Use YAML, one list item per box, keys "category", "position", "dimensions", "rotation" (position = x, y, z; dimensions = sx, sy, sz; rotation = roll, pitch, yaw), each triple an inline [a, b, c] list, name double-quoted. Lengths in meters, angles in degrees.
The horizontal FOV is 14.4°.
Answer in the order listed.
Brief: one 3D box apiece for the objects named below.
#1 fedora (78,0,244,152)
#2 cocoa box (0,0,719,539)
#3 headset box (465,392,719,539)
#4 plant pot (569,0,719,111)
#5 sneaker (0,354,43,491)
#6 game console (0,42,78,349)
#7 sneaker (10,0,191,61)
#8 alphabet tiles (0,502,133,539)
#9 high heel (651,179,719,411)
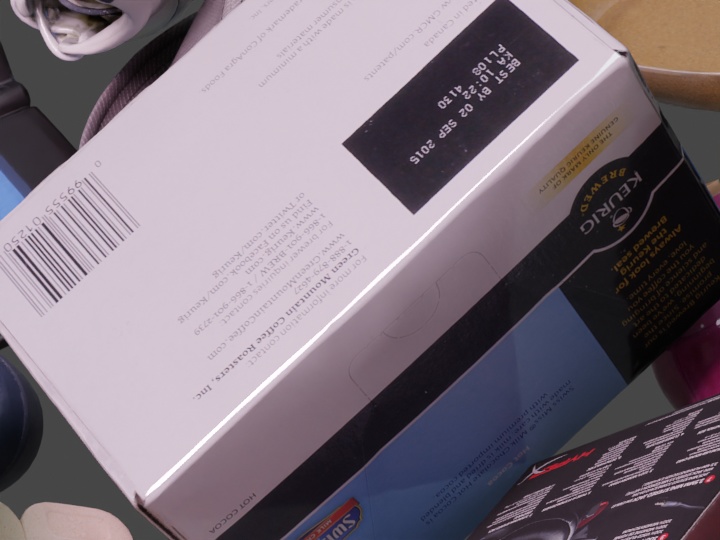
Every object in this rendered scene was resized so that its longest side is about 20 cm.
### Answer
- category: "fedora"
  position: [-0.007, -0.074, 1.065]
  dimensions: [0.176, 0.091, 0.200]
  rotation: [32, 44, 25]
- category: "cocoa box"
  position: [0.000, 0.000, 0.923]
  dimensions: [0.200, 0.131, 0.133]
  rotation: [-43, 50, -2]
- category: "headset box"
  position: [0.059, 0.126, 0.812]
  dimensions: [0.200, 0.075, 0.148]
  rotation: [-45, 11, -37]
- category: "plant pot"
  position: [0.171, -0.106, 1.123]
  dimensions: [0.199, 0.028, 0.200]
  rotation: [-8, 24, 4]
- category: "sneaker"
  position: [-0.203, 0.021, 0.966]
  dimensions: [0.199, 0.082, 0.070]
  rotation: [24, 82, 3]
- category: "game console"
  position: [-0.204, -0.047, 1.057]
  dimensions: [0.199, 0.177, 0.116]
  rotation: [-26, 18, -24]
- category: "sneaker"
  position: [-0.105, -0.117, 1.094]
  dimensions: [0.073, 0.200, 0.071]
  rotation: [40, 78, 0]
- category: "alphabet tiles"
  position: [-0.106, 0.143, 0.833]
  dimensions: [0.199, 0.015, 0.196]
  rotation: [11, 41, -30]
- category: "high heel"
  position: [0.170, -0.002, 1.037]
  dimensions: [0.067, 0.096, 0.200]
  rotation: [-21, 4, 40]
